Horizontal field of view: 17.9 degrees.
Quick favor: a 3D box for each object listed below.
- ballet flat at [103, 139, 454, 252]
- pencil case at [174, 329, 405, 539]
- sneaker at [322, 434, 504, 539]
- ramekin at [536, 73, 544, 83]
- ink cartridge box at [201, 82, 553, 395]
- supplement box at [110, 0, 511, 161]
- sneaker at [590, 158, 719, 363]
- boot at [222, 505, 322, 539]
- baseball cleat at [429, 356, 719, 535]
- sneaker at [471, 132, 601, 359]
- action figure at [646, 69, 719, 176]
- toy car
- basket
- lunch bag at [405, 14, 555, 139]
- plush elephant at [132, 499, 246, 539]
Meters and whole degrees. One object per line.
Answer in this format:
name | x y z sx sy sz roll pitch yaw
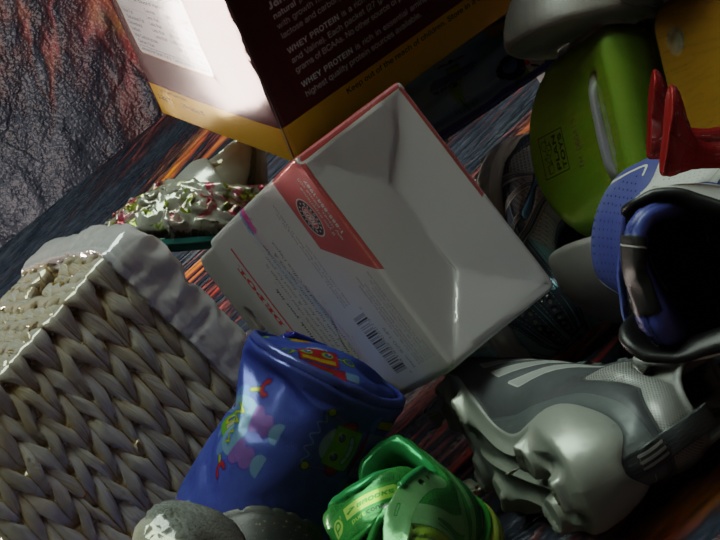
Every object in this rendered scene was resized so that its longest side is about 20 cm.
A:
ballet flat | -0.037 -0.039 1.191 0.198 0.064 0.076 0 -5 11
pencil case | -0.058 0.121 1.032 0.201 0.078 0.087 -61 36 8
sneaker | 0.014 0.129 0.922 0.074 0.084 0.200 -37 14 12
ramekin | 0.199 -0.133 1.236 0.200 0.105 0.200 -37 13 10
ink cartridge box | 0.000 0.000 1.082 0.067 0.117 0.200 -38 1 -21
supplement box | -0.029 -0.200 1.114 0.197 0.201 0.133 -37 32 -22
sneaker | 0.134 -0.011 0.897 0.114 0.081 0.199 -3 8 -28
boot | -0.090 0.187 0.928 0.199 0.068 0.131 -28 51 30
baseball cleat | 0.099 0.065 0.979 0.106 0.070 0.200 -27 14 -9
sneaker | 0.109 -0.016 1.204 0.086 0.078 0.200 -25 27 26
action figure | 0.213 -0.081 0.857 0.198 0.100 0.065 3 15 -2
toy car | 0.170 -0.077 1.074 0.149 0.176 0.200 -6 -11 -36
basket | -0.128 0.099 1.183 0.161 0.200 0.198 -46 13 -16
lunch bag | 0.077 -0.141 1.229 0.199 0.094 0.151 -22 19 24
plush elephant | -0.049 0.196 0.722 0.201 0.164 0.155 -66 -11 20
